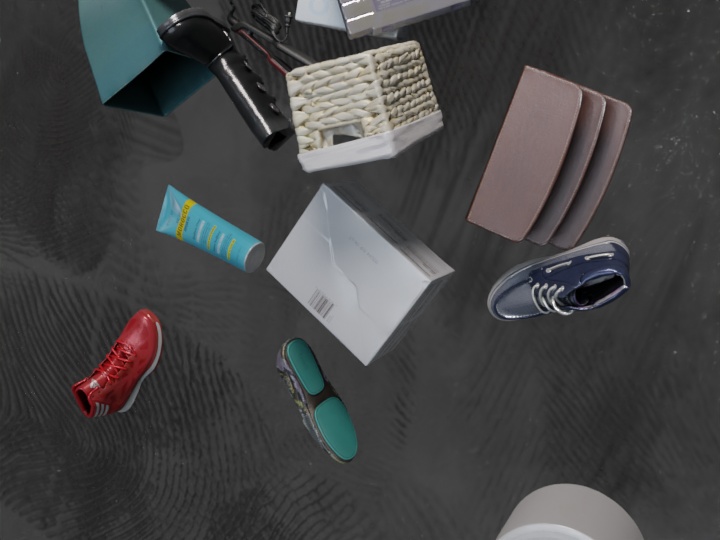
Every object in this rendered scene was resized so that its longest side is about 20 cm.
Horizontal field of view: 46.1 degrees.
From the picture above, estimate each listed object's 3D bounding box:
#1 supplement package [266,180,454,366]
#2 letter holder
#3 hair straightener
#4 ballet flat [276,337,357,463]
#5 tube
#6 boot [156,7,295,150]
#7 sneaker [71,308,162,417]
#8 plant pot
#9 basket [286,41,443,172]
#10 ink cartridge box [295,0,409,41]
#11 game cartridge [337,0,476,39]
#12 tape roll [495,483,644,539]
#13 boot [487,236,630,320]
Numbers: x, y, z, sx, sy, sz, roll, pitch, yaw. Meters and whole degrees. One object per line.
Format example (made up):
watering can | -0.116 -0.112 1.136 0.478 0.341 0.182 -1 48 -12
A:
supplement package | 0.000 0.000 1.183 0.200 0.111 0.156 43 112 14
letter holder | 0.240 -0.132 1.059 0.141 0.100 0.203 25 107 17
hair straightener | -0.121 -0.344 1.234 0.200 0.041 0.077 43 113 18
ballet flat | -0.069 0.198 1.278 0.071 0.072 0.202 -29 85 25
tube | -0.238 -0.061 1.325 0.198 0.050 0.078 27 101 25
boot | -0.183 -0.262 1.192 0.065 0.165 0.202 -31 88 24
sneaker | -0.400 0.163 1.390 0.078 0.115 0.202 28 108 18
plant pot | -0.329 -0.363 1.273 0.140 0.141 0.202 -30 78 25
basket | 0.008 -0.214 1.080 0.134 0.200 0.125 -7 106 26
ink cartridge box | 0.003 -0.427 1.152 0.158 0.047 0.203 16 106 22
game cartridge | 0.061 -0.387 1.098 0.197 0.038 0.132 -17 95 -2
tape roll | 0.267 0.400 1.103 0.200 0.139 0.206 4 99 23
boot | 0.246 0.024 1.075 0.198 0.091 0.073 -28 105 26
